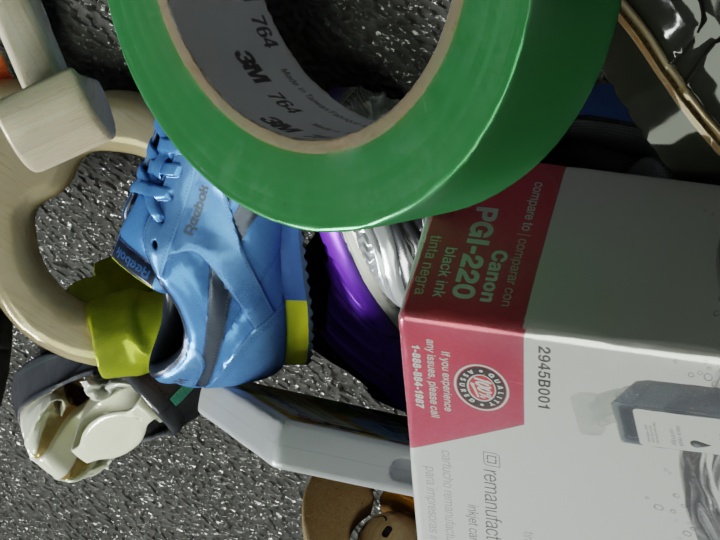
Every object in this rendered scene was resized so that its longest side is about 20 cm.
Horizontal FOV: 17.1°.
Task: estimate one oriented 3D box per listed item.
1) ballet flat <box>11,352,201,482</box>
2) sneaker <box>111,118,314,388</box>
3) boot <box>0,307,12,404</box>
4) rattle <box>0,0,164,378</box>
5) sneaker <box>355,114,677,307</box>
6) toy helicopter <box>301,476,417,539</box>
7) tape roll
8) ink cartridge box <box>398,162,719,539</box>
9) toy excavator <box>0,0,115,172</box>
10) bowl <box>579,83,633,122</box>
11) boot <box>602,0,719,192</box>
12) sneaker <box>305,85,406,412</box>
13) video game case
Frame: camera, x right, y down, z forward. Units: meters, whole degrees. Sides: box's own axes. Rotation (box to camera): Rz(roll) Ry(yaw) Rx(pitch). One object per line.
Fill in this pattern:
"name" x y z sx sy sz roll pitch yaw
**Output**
"ballet flat" -0.143 0.075 1.281 0.073 0.073 0.200 43 146 -20
"sneaker" -0.067 -0.035 1.008 0.078 0.066 0.200 -10 122 -12
"boot" -0.224 0.012 1.175 0.073 0.204 0.154 -7 160 -21
"rattle" -0.128 -0.054 1.127 0.130 0.143 0.200 -42 91 24
"sneaker" 0.099 0.013 0.921 0.200 0.076 0.114 38 144 -17
"toy helicopter" 0.034 0.171 1.152 0.200 0.132 0.079 59 159 26
"tape roll" -0.005 -0.114 0.784 0.200 0.048 0.201 10 105 43
"ink cartridge box" 0.121 0.047 0.837 0.200 0.085 0.146 6 138 11
"toy excavator" -0.159 -0.155 0.906 0.100 0.195 0.200 -25 155 5
"bowl" 0.137 0.007 0.991 0.200 0.039 0.201 20 146 14
"boot" 0.121 -0.137 0.795 0.138 0.077 0.200 -30 106 32
"sneaker" 0.000 0.001 1.062 0.099 0.070 0.200 7 141 35
"video game case" 0.032 0.083 1.046 0.182 0.023 0.200 13 180 -13
